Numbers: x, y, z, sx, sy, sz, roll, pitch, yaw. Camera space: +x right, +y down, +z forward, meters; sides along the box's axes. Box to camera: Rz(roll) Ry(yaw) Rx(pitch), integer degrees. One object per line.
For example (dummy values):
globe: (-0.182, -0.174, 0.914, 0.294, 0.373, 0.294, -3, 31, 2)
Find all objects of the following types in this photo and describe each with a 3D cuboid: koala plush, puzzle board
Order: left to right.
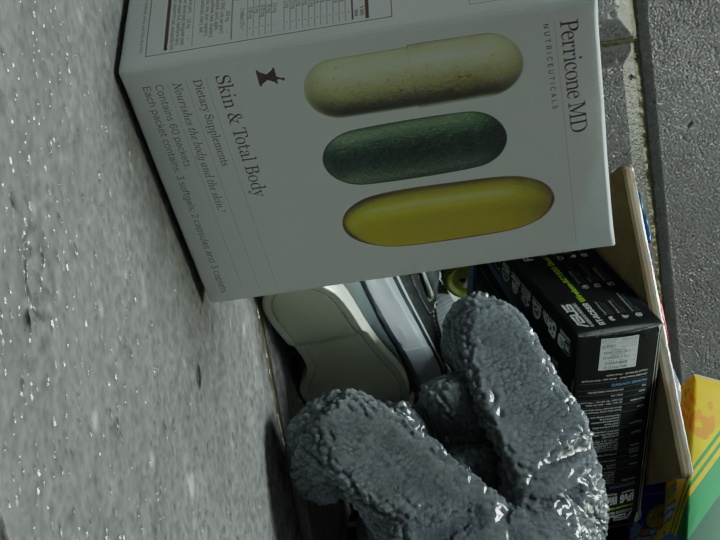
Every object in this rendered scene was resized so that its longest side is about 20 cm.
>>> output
koala plush: (0.051, 0.153, 0.888, 0.184, 0.177, 0.200, 53, -26, 13)
puzzle board: (0.174, 0.045, 0.967, 0.151, 0.017, 0.202, 134, -52, -73)

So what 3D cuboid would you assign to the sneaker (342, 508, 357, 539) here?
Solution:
sneaker: (0.020, 0.248, 1.022, 0.080, 0.073, 0.202, 99, -6, -58)

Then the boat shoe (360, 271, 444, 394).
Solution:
boat shoe: (0.024, 0.000, 0.930, 0.072, 0.071, 0.201, 32, -25, 44)

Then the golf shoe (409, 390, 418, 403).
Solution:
golf shoe: (0.029, 0.095, 1.133, 0.077, 0.087, 0.202, 39, 43, -78)

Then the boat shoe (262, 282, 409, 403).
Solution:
boat shoe: (-0.012, 0.035, 0.906, 0.200, 0.072, 0.062, 64, 23, -55)

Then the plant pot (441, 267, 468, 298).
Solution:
plant pot: (0.106, -0.083, 1.142, 0.187, 0.185, 0.202, 69, 18, -63)

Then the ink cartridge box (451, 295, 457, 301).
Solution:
ink cartridge box: (0.094, 0.119, 1.343, 0.084, 0.144, 0.202, 103, -14, -60)

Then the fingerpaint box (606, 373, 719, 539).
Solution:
fingerpaint box: (0.215, 0.193, 0.989, 0.200, 0.073, 0.168, 115, -12, -59)

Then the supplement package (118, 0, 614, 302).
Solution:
supplement package: (0.008, -0.101, 0.673, 0.152, 0.198, 0.152, 74, 10, -47)

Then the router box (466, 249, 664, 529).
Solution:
router box: (0.131, 0.059, 0.980, 0.200, 0.061, 0.151, -122, -152, -59)

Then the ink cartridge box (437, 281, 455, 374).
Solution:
ink cartridge box: (0.057, 0.056, 1.210, 0.201, 0.040, 0.200, 58, -8, 22)
